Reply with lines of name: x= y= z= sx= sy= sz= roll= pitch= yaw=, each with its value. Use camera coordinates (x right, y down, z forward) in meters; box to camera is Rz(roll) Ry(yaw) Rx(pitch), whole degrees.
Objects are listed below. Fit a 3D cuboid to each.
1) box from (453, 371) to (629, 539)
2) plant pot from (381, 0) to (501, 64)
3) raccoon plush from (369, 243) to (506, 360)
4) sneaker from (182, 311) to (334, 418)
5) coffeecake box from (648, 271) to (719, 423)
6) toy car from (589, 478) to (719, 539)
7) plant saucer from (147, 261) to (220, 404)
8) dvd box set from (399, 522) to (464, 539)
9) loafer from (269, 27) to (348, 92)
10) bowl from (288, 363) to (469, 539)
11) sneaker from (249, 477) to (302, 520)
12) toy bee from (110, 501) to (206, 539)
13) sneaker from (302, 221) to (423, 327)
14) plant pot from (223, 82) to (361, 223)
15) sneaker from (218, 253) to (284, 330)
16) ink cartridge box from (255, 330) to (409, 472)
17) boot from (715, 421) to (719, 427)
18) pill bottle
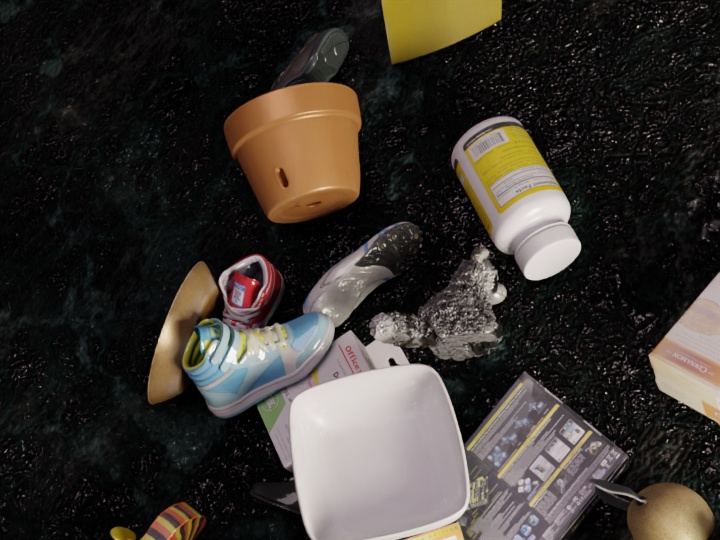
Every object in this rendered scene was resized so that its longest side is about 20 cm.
box: x=0.194 y=0.248 z=1.122 sx=0.161 sy=0.049 sz=0.201 roll=38 pitch=84 yaw=28
plant pot: x=0.116 y=-0.451 z=1.392 sx=0.173 sy=0.201 sz=0.203 roll=-5 pitch=64 yaw=6
raccoon plush: x=0.104 y=0.027 z=1.189 sx=0.096 sy=0.198 sz=0.136 roll=-32 pitch=52 yaw=42
sneaker: x=-0.136 y=0.093 z=1.201 sx=0.199 sy=0.131 sz=0.080 roll=-35 pitch=38 yaw=0
coffeecake box: x=0.445 y=0.076 z=1.051 sx=0.200 sy=0.073 sz=0.153 roll=-45 pitch=42 yaw=-13
toy car: x=0.319 y=0.287 z=0.980 sx=0.199 sy=0.165 sz=0.159 roll=35 pitch=82 yaw=24
plant saucer: x=-0.231 y=0.090 z=1.281 sx=0.035 sy=0.201 sz=0.203 roll=19 pitch=73 yaw=2
dvd box set: x=0.072 y=0.400 z=1.052 sx=0.144 sy=0.029 sz=0.203 roll=-14 pitch=75 yaw=-15
loafer: x=-0.092 y=-0.292 z=1.471 sx=0.062 sy=0.072 sz=0.201 roll=17 pitch=66 yaw=46
bowl: x=0.022 y=0.222 z=1.110 sx=0.196 sy=0.075 sz=0.203 roll=-13 pitch=58 yaw=1
sneaker: x=-0.040 y=0.273 z=1.188 sx=0.196 sy=0.074 sz=0.090 roll=7 pitch=69 yaw=12
toy bee: x=-0.275 y=0.387 z=1.202 sx=0.129 sy=0.109 sz=0.203 roll=6 pitch=69 yaw=21
sneaker: x=0.000 y=0.000 z=1.298 sx=0.199 sy=0.072 sz=0.072 roll=-40 pitch=29 yaw=-9
plant pot: x=-0.082 y=-0.156 z=1.338 sx=0.197 sy=0.200 sz=0.143 roll=-18 pitch=79 yaw=12
sneaker: x=-0.167 y=0.074 z=1.295 sx=0.070 sy=0.113 sz=0.203 roll=15 pitch=73 yaw=13
ink cartridge box: x=-0.028 y=0.163 z=1.231 sx=0.198 sy=0.067 sz=0.118 roll=-34 pitch=59 yaw=3
boot: x=0.458 y=0.181 z=1.038 sx=0.073 sy=0.075 sz=0.201 roll=-41 pitch=58 yaw=3
pill bottle: x=0.205 y=-0.092 z=1.234 sx=0.110 sy=0.111 sz=0.202 roll=-27 pitch=60 yaw=7
